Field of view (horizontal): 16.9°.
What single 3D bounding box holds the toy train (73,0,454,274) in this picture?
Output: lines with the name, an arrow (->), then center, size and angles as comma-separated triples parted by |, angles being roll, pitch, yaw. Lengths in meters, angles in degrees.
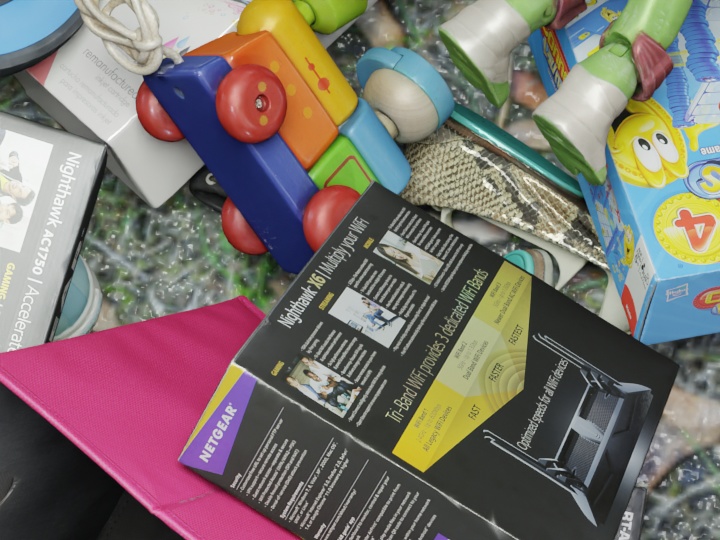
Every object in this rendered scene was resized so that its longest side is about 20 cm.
toy train -> -0.044, -0.104, 1.088 | 0.116, 0.084, 0.200 | -48, 118, -24

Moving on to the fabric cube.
fabric cube -> -0.073, 0.153, 0.982 | 0.200, 0.199, 0.197 | 38, 111, 19

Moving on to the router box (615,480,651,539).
router box -> 0.044, 0.185, 1.132 | 0.149, 0.062, 0.201 | 11, 78, 3

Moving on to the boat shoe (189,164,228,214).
boat shoe -> 0.000, 0.000, 1.166 | 0.200, 0.070, 0.066 | 40, 80, 9

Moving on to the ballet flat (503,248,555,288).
ballet flat -> 0.057, 0.090, 1.097 | 0.064, 0.067, 0.201 | 28, 78, -23

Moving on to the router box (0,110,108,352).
router box -> -0.210, 0.019, 1.074 | 0.148, 0.051, 0.201 | 18, 85, -4

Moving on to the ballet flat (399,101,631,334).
ballet flat -> 0.107, -0.013, 1.180 | 0.199, 0.068, 0.076 | 25, 101, 10

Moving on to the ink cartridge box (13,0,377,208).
ink cartridge box -> -0.072, -0.142, 1.175 | 0.200, 0.068, 0.116 | -44, 56, -9

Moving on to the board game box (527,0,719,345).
board game box -> 0.198, -0.075, 1.146 | 0.199, 0.056, 0.197 | -10, 58, -11

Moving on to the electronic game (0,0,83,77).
electronic game -> -0.205, -0.176, 1.109 | 0.199, 0.042, 0.201 | 16, 57, -27

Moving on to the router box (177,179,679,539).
router box -> 0.034, 0.056, 0.968 | 0.157, 0.200, 0.052 | 32, 117, 3

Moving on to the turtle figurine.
turtle figurine -> 0.141, -0.130, 1.100 | 0.194, 0.200, 0.144 | -44, 95, -5

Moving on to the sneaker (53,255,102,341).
sneaker -> -0.213, -0.034, 1.157 | 0.199, 0.082, 0.074 | 24, 73, 14
